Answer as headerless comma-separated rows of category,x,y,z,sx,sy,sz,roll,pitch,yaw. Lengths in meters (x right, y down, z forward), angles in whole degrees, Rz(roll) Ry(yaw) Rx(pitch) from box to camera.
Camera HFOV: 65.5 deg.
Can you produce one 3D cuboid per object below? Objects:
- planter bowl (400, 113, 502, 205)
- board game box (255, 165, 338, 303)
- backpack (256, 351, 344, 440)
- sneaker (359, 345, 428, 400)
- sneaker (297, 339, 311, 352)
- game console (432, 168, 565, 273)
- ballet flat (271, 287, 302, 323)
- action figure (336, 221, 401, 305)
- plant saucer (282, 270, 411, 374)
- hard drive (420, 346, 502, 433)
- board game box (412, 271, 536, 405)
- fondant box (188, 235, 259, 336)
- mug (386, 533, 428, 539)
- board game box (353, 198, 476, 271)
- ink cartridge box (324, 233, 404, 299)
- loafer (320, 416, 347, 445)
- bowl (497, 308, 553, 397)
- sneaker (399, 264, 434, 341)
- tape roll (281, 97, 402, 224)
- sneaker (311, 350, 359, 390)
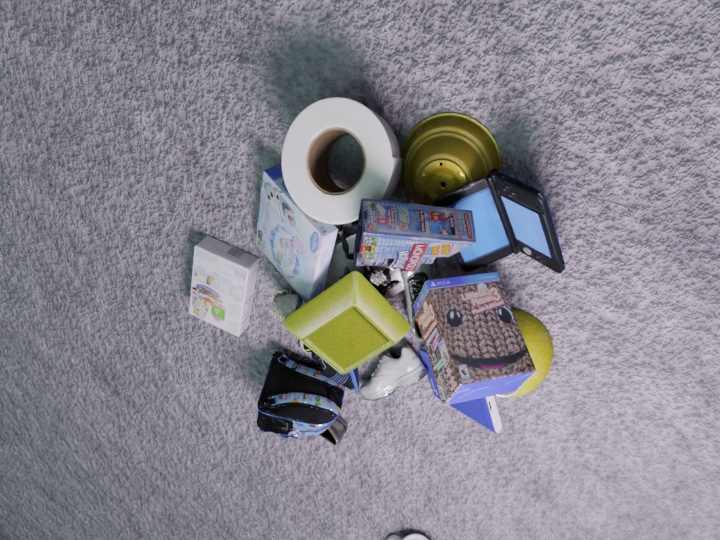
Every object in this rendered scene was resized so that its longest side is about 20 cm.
planter bowl,0.155,-0.168,1.007,0.193,0.084,0.207,9,121,15
board game box,-0.135,-0.067,1.128,0.200,0.043,0.203,47,142,25
backpack,-0.139,0.311,1.343,0.192,0.186,0.138,11,132,0
sneaker,0.068,0.236,1.289,0.198,0.074,0.089,-34,81,34
sneaker,-0.088,0.140,1.248,0.081,0.072,0.203,33,148,14
game console,0.242,-0.058,0.972,0.118,0.170,0.201,-43,133,-7
ballet flat,-0.159,0.077,1.200,0.069,0.200,0.075,0,97,-3
action figure,0.006,0.002,1.115,0.115,0.102,0.206,-16,108,24
plant saucer,-0.024,0.123,1.106,0.197,0.049,0.200,-33,125,20
hard drive,0.209,0.247,1.185,0.198,0.025,0.136,20,135,58
board game box,0.205,0.122,1.035,0.153,0.206,0.098,-6,150,-17
fondant box,-0.325,0.039,1.323,0.140,0.059,0.205,22,123,7
mug,0.141,0.819,1.551,0.197,0.145,0.182,19,124,47
board game box,0.089,-0.050,0.957,0.191,0.064,0.201,-1,159,-5
ink cartridge box,0.000,0.000,1.195,0.196,0.050,0.164,-30,106,15
loafer,-0.126,0.376,1.434,0.195,0.063,0.073,27,125,4
bowl,0.293,0.190,1.143,0.192,0.108,0.207,9,121,15
sneaker,0.122,0.050,1.136,0.071,0.080,0.207,-9,119,-2
tape roll,-0.029,-0.192,0.994,0.194,0.139,0.212,2,99,10
sneaker,-0.053,0.218,1.276,0.075,0.072,0.203,-10,142,9
